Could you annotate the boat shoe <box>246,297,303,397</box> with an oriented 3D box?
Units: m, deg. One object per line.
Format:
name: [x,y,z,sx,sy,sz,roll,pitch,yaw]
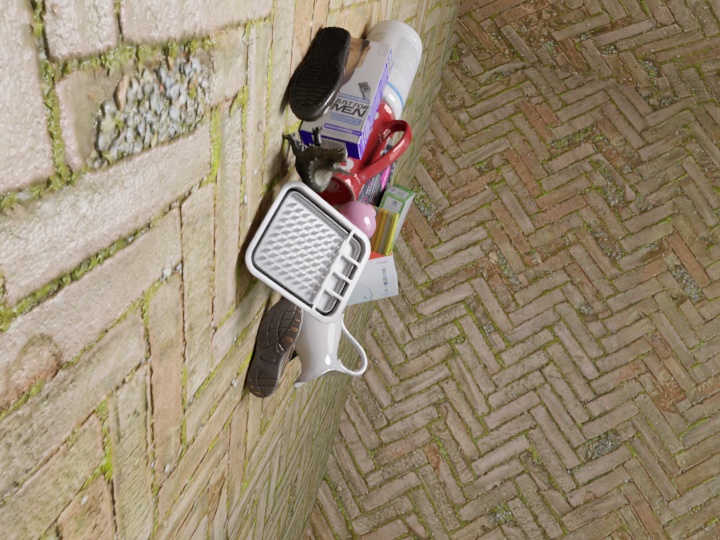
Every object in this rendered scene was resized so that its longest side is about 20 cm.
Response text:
boat shoe: [-0.160,0.140,1.091,0.072,0.075,0.201,-23,138,-85]

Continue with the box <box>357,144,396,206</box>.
box: [0.004,-0.204,1.388,0.132,0.114,0.202,46,62,-83]

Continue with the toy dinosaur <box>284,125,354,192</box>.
toy dinosaur: [-0.078,-0.167,0.930,0.200,0.076,0.103,146,-71,-74]

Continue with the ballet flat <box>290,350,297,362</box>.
ballet flat: [-0.144,0.164,1.285,0.069,0.068,0.200,-66,164,12]

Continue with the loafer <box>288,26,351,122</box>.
loafer: [-0.056,-0.301,0.910,0.072,0.072,0.201,90,17,-57]

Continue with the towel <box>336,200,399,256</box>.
towel: [-0.017,-0.100,1.150,0.018,0.199,0.087,-7,116,-61]

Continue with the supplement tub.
supplement tub: [0.047,-0.413,1.216,0.132,0.131,0.201,91,18,-62]

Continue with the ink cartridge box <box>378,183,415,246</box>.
ink cartridge box: [0.060,-0.098,1.368,0.104,0.059,0.201,-49,161,-65]

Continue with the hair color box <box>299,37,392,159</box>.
hair color box: [-0.022,-0.307,1.010,0.065,0.108,0.202,77,29,-72]

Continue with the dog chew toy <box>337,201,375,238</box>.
dog chew toy: [-0.053,-0.050,1.051,0.200,0.125,0.125,-40,167,-6]

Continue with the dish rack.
dish rack: [-0.087,-0.028,0.933,0.043,0.200,0.173,1,-121,53]

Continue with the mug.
mug: [-0.012,-0.234,1.099,0.177,0.133,0.201,-17,-139,52]

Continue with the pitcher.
pitcher: [-0.072,0.127,1.180,0.121,0.170,0.202,-32,-117,51]

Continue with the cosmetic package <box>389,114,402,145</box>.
cosmetic package: [0.072,-0.445,1.556,0.200,0.072,0.104,86,21,-66]

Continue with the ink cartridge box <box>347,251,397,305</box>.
ink cartridge box: [0.000,0.000,1.290,0.201,0.159,0.048,81,-3,-54]
